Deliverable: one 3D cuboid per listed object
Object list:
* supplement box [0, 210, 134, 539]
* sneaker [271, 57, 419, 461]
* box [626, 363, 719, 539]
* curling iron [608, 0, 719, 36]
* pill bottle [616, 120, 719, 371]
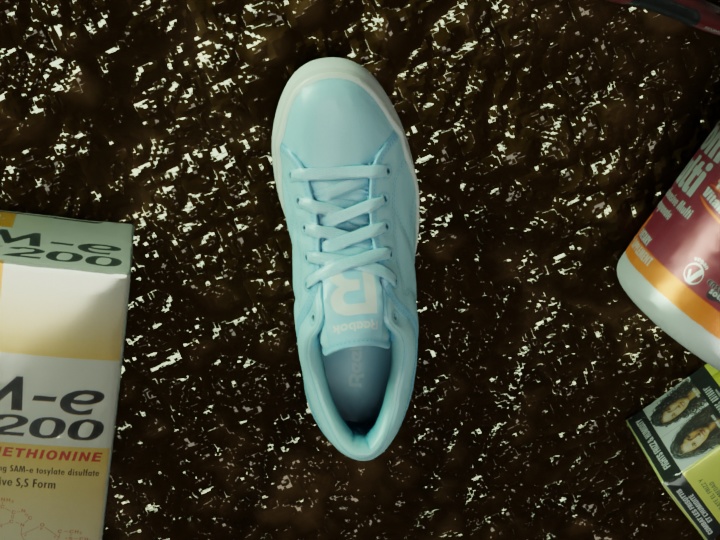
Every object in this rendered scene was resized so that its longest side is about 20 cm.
[{"bbox_3d":[-0.184,0.074,0.739,0.125,0.074,0.202,5,111,-10],"label":"supplement box"},{"bbox_3d":[0.000,0.000,0.728,0.073,0.082,0.202,-10,113,-4],"label":"sneaker"},{"bbox_3d":[0.242,0.055,0.785,0.199,0.075,0.050,-35,112,9],"label":"box"},{"bbox_3d":[0.122,-0.151,0.712,0.198,0.026,0.050,13,116,-13],"label":"curling iron"},{"bbox_3d":[0.223,-0.047,0.722,0.109,0.110,0.201,29,105,-17],"label":"pill bottle"}]
